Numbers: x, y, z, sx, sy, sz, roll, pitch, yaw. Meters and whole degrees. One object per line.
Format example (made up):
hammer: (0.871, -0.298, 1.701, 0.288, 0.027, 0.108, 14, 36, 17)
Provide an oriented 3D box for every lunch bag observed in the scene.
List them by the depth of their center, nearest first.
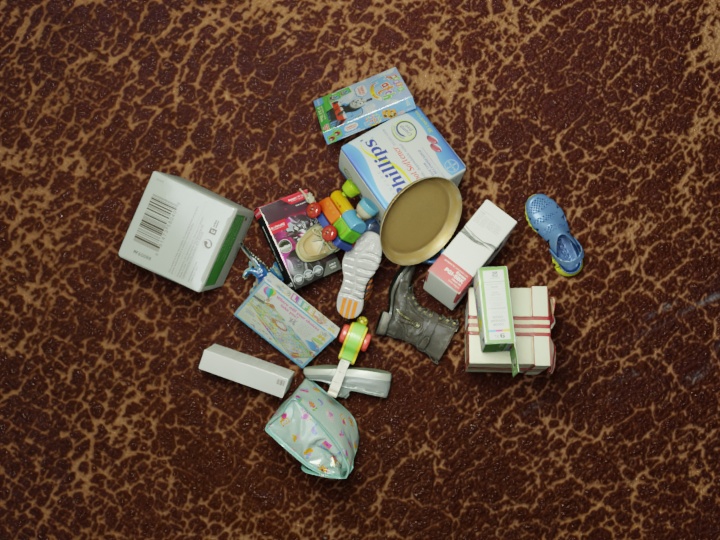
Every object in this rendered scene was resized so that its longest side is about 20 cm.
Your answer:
lunch bag: (-0.090, 0.353, 1.404, 0.200, 0.170, 0.122, 43, 100, -1)

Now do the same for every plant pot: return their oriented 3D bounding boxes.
plant pot: (0.118, -0.103, 1.296, 0.200, 0.200, 0.027, -49, 47, 5)

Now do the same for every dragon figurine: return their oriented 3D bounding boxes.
dragon figurine: (-0.204, 0.011, 1.429, 0.099, 0.059, 0.200, -5, 116, 12)

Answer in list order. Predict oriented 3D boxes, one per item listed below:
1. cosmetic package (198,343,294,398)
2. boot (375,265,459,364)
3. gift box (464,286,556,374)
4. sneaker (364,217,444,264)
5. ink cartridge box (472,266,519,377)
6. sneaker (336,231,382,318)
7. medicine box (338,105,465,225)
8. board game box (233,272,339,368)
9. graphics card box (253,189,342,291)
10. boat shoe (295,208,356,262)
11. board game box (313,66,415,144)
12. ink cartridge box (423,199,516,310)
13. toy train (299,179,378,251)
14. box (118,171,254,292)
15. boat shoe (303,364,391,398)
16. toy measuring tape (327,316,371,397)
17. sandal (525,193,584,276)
cosmetic package: (-0.256, 0.227, 1.453, 0.200, 0.083, 0.051, 19, 96, 3)
boot: (0.140, 0.092, 1.435, 0.174, 0.069, 0.200, 20, 98, -3)
gift box: (0.317, 0.126, 1.365, 0.186, 0.200, 0.185, 0, 80, 7)
sneaker: (0.099, -0.067, 1.392, 0.200, 0.082, 0.074, 19, 97, -16)
ink cartridge box: (0.257, 0.101, 1.225, 0.059, 0.104, 0.201, -5, 74, 5)
sneaker: (0.000, 0.000, 1.406, 0.077, 0.112, 0.200, 22, 107, 5)
medicine box: (0.085, -0.214, 1.354, 0.200, 0.103, 0.182, -32, 77, -14)
board game box: (-0.164, 0.113, 1.419, 0.200, 0.034, 0.134, 40, 123, -9)
graphics card box: (-0.139, -0.067, 1.422, 0.125, 0.051, 0.200, -24, 92, -26)
boat shoe: (-0.051, -0.085, 1.398, 0.200, 0.063, 0.073, -34, 96, -20)
board game box: (0.005, -0.357, 1.381, 0.200, 0.151, 0.037, -21, 131, 4)
ink cartridge box: (0.228, -0.030, 1.347, 0.083, 0.147, 0.200, 38, 78, 12)
toy train: (-0.050, -0.146, 1.330, 0.116, 0.085, 0.200, -44, 58, 16)
box: (-0.373, -0.083, 1.401, 0.200, 0.171, 0.199, 25, 94, 2)
boat shoe: (-0.031, 0.254, 1.444, 0.200, 0.070, 0.072, 5, 89, 1)
toy measuring tape: (-0.025, 0.178, 1.400, 0.073, 0.074, 0.200, 23, 56, 2)
sandal: (0.428, -0.079, 1.391, 0.079, 0.087, 0.200, -33, 88, 6)
